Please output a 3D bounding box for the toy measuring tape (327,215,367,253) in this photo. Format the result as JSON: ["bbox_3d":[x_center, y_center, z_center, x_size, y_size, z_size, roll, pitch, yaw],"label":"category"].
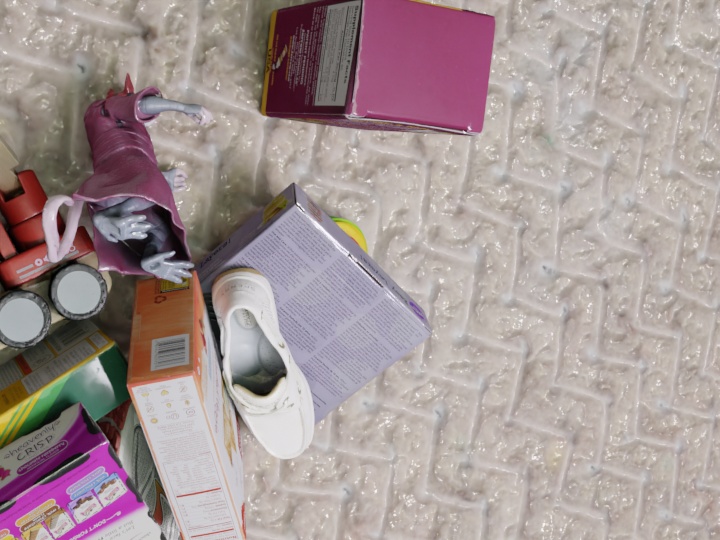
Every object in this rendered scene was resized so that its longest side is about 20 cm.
[{"bbox_3d":[0.000,0.000,1.014,0.200,0.074,0.074,32,83,-27],"label":"toy measuring tape"}]

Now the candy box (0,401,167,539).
[{"bbox_3d":[-0.234,0.217,0.825,0.136,0.061,0.201,-32,133,-18],"label":"candy box"}]

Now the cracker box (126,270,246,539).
[{"bbox_3d":[-0.144,0.120,0.881,0.057,0.134,0.201,-10,127,-2],"label":"cracker box"}]

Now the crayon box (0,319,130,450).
[{"bbox_3d":[-0.290,0.120,0.855,0.200,0.126,0.052,-33,111,-18],"label":"crayon box"}]

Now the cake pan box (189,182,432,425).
[{"bbox_3d":[-0.060,0.047,0.958,0.184,0.052,0.200,-39,115,17],"label":"cake pan box"}]

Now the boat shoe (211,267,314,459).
[{"bbox_3d":[-0.088,0.098,0.915,0.070,0.069,0.201,-16,120,3],"label":"boat shoe"}]

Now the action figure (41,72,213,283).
[{"bbox_3d":[-0.199,-0.081,0.858,0.148,0.201,0.134,-7,144,-21],"label":"action figure"}]

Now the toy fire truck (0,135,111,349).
[{"bbox_3d":[-0.316,-0.026,0.832,0.176,0.129,0.201,-27,97,-20],"label":"toy fire truck"}]

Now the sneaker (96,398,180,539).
[{"bbox_3d":[-0.199,0.199,0.949,0.082,0.078,0.201,-13,113,-28],"label":"sneaker"}]

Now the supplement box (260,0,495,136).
[{"bbox_3d":[0.008,-0.178,0.916,0.130,0.200,0.104,4,96,-28],"label":"supplement box"}]
